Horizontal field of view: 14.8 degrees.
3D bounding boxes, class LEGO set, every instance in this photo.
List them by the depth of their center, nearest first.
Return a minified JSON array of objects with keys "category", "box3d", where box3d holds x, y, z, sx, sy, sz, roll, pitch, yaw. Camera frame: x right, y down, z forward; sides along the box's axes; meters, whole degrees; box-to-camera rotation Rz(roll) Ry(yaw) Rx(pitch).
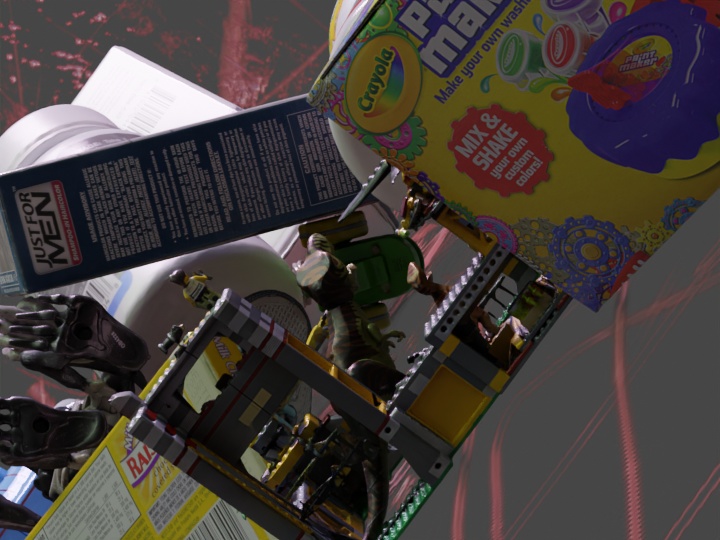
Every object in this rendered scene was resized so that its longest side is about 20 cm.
[{"category":"LEGO set","box3d":[-0.006,0.012,1.002,0.200,0.116,0.154,-53,6,15]}]

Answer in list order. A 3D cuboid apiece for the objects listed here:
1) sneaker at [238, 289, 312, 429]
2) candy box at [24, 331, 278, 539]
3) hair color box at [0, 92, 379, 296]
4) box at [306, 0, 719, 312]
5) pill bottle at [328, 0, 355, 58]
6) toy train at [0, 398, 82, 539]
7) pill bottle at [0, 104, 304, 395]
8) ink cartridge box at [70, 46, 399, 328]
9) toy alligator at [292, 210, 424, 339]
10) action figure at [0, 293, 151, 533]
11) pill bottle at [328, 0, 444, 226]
[{"category":"sneaker","box3d":[-0.053,0.086,1.272,0.086,0.078,0.200,-39,24,49]},{"category":"candy box","box3d":[-0.090,0.124,1.180,0.026,0.102,0.200,-4,-35,-42]},{"category":"hair color box","box3d":[-0.079,-0.040,1.342,0.200,0.061,0.100,-15,2,-13]},{"category":"box","box3d":[0.107,-0.131,0.890,0.200,0.122,0.193,-49,8,42]},{"category":"pill bottle","box3d":[0.041,-0.121,1.461,0.113,0.113,0.200,-54,5,4]},{"category":"toy train","box3d":[-0.167,0.155,1.537,0.200,0.114,0.087,-59,7,-36]},{"category":"pill bottle","box3d":[-0.125,-0.007,1.502,0.114,0.114,0.200,-54,42,5]},{"category":"ink cartridge box","box3d":[-0.099,-0.024,1.630,0.146,0.200,0.085,-55,-37,-8]},{"category":"toy alligator","box3d":[0.000,0.000,1.408,0.054,0.059,0.200,-14,1,-6]},{"category":"action figure","box3d":[-0.151,0.071,1.313,0.200,0.102,0.119,107,-179,-71]},{"category":"pill bottle","box3d":[0.050,-0.099,1.231,0.114,0.114,0.200,-53,5,17]}]
